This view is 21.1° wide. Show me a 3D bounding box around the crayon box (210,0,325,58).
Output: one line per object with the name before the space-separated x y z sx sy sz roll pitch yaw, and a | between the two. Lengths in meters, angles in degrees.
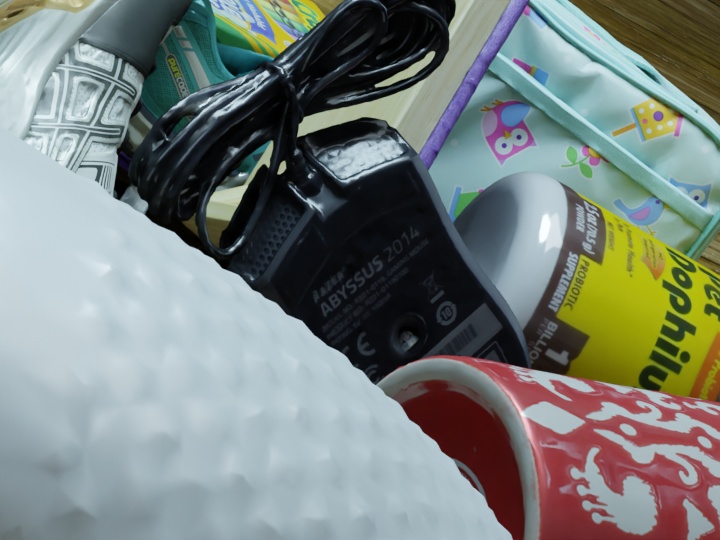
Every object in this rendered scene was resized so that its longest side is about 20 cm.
crayon box | -0.068 -0.123 1.039 0.200 0.052 0.126 22 22 -36

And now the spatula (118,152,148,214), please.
spatula | -0.094 -0.017 0.767 0.057 0.021 0.200 37 18 -12

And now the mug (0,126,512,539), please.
mug | -0.061 0.073 0.436 0.175 0.148 0.200 33 -14 -23

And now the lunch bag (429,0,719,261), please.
lunch bag | 0.078 -0.056 0.950 0.200 0.160 0.077 37 17 3

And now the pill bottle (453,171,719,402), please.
pill bottle | 0.126 0.046 0.856 0.200 0.109 0.109 28 19 -19

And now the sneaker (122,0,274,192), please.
sneaker | -0.036 -0.051 0.841 0.200 0.080 0.078 38 5 -43

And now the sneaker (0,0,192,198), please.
sneaker | -0.109 -0.041 0.643 0.088 0.076 0.200 60 43 -21

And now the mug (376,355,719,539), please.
mug | 0.106 0.094 0.625 0.200 0.133 0.178 16 -19 -36

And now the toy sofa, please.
toy sofa | 0.021 -0.070 0.799 0.083 0.200 0.098 11 -26 46

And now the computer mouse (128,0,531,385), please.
computer mouse | 0.000 0.000 0.704 0.053 0.138 0.200 19 -40 54
